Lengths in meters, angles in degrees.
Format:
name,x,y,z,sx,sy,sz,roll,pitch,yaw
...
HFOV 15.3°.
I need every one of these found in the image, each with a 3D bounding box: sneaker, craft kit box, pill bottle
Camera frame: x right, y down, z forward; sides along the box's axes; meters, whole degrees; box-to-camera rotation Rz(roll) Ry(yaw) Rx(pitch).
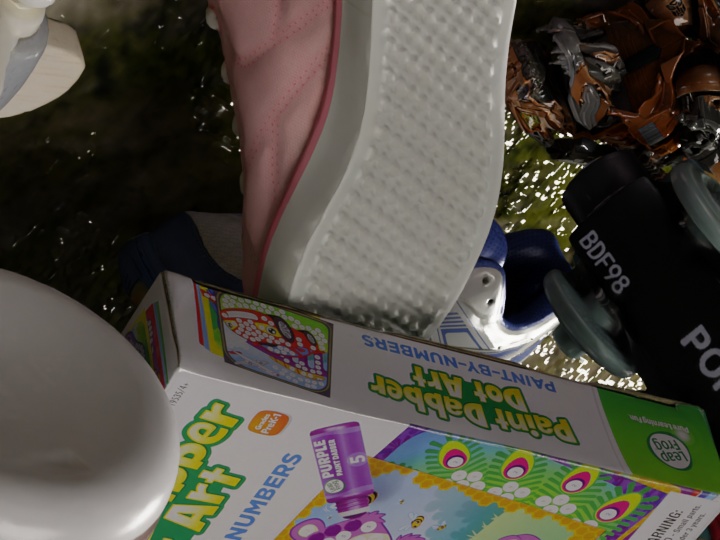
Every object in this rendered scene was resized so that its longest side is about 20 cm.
name,x,y,z,sx,sy,sz,roll,pitch,yaw
sneaker,0.000,0.000,0.910,0.088,0.075,0.200,-41,155,22
craft kit box,-0.017,0.100,0.853,0.197,0.049,0.200,16,129,-25
pill bottle,-0.133,0.103,0.755,0.109,0.109,0.201,-2,131,-39
sneaker,-0.011,-0.062,0.818,0.075,0.105,0.201,-13,129,-34

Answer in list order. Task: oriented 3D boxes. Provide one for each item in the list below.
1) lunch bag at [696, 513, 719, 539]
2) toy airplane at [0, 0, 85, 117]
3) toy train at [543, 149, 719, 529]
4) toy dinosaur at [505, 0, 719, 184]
name,x,y,z,sx,sy,sz,roll,pitch,yaw
lunch bag,0.064,0.138,0.996,0.082,0.199,0.177,26,73,-49
toy airplane,-0.172,-0.067,0.653,0.199,0.141,0.200,-30,141,-14
toy train,0.141,0.046,0.917,0.085,0.200,0.114,-41,157,15
toy dinosaur,0.142,-0.075,0.971,0.200,0.102,0.136,-18,162,-47
